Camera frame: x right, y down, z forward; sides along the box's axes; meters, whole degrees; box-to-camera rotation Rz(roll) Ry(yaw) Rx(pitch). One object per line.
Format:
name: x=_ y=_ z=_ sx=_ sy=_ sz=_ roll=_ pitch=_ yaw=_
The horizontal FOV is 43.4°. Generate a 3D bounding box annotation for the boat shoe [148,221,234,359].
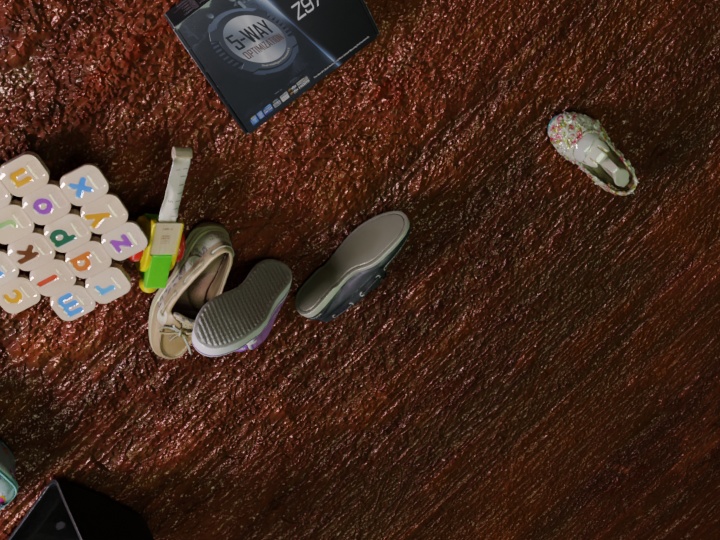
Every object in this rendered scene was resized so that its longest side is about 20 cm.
boat shoe: x=-0.216 y=0.037 z=1.151 sx=0.072 sy=0.063 sz=0.203 roll=7 pitch=119 yaw=-34

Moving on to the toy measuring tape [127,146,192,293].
toy measuring tape: x=-0.235 y=-0.065 z=1.061 sx=0.072 sy=0.074 sz=0.203 roll=0 pitch=123 yaw=-30

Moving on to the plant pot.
plant pot: x=-0.380 y=0.443 z=1.273 sx=0.201 sy=0.200 sz=0.176 roll=-51 pitch=142 yaw=12

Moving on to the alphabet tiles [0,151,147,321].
alphabet tiles: x=-0.349 y=-0.035 z=1.017 sx=0.193 sy=0.015 sz=0.202 roll=-26 pitch=123 yaw=7

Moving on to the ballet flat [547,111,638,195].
ballet flat: x=0.353 y=-0.170 z=1.335 sx=0.198 sy=0.064 sz=0.076 roll=25 pitch=109 yaw=-40

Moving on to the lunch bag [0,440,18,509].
lunch bag: x=-0.529 y=0.250 z=1.112 sx=0.159 sy=0.077 sz=0.202 roll=-32 pitch=133 yaw=-6

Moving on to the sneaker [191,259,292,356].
sneaker: x=-0.154 y=0.079 z=1.158 sx=0.200 sy=0.072 sz=0.116 roll=-42 pitch=161 yaw=-54

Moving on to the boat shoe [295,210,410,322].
boat shoe: x=0.001 y=0.002 z=1.246 sx=0.199 sy=0.075 sz=0.066 roll=-45 pitch=135 yaw=7

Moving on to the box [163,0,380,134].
box: x=-0.094 y=-0.274 z=1.009 sx=0.198 sy=0.044 sz=0.161 roll=-36 pitch=134 yaw=-2
